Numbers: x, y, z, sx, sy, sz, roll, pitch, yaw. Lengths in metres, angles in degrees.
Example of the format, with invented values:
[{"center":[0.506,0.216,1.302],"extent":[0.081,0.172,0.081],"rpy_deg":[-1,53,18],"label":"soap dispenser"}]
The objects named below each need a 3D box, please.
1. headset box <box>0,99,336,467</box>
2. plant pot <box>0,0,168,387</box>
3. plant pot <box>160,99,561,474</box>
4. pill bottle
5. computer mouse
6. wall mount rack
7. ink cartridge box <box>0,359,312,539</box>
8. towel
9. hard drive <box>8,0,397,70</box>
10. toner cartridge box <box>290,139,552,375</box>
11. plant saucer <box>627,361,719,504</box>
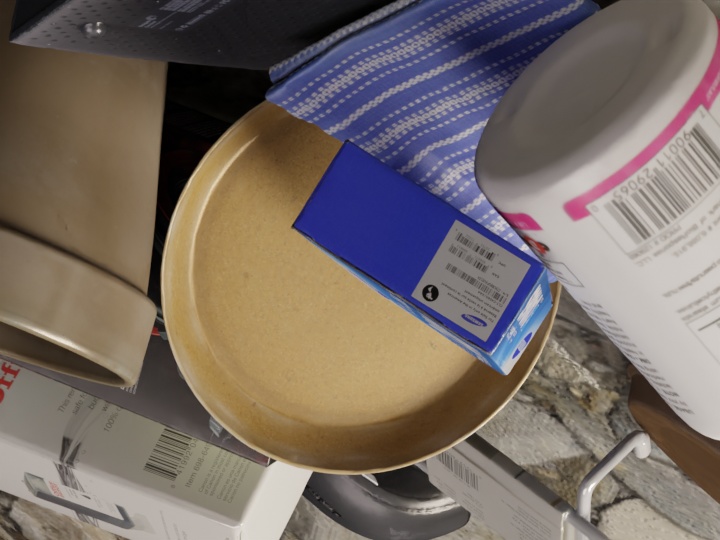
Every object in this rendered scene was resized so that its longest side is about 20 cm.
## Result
[{"center":[-0.105,-0.007,1.118],"extent":[0.199,0.150,0.075],"rpy_deg":[21,-168,13],"label":"headset box"},{"center":[-0.171,-0.060,1.006],"extent":[0.198,0.175,0.200],"rpy_deg":[17,172,3],"label":"plant pot"},{"center":[0.000,0.000,1.045],"extent":[0.200,0.200,0.027],"rpy_deg":[40,-176,-19],"label":"plant pot"},{"center":[0.146,-0.005,0.863],"extent":[0.113,0.114,0.200],"rpy_deg":[-15,125,49],"label":"pill bottle"},{"center":[-0.034,0.137,1.377],"extent":[0.199,0.046,0.141],"rpy_deg":[29,148,-1],"label":"computer mouse"},{"center":[0.097,0.120,1.193],"extent":[0.200,0.074,0.175],"rpy_deg":[37,152,29],"label":"wall mount rack"},{"center":[-0.124,0.077,1.264],"extent":[0.198,0.146,0.085],"rpy_deg":[19,150,16],"label":"ink cartridge box"},{"center":[0.073,-0.060,0.945],"extent":[0.144,0.024,0.199],"rpy_deg":[-23,141,35],"label":"towel"},{"center":[-0.034,-0.122,0.905],"extent":[0.199,0.043,0.135],"rpy_deg":[1,166,-35],"label":"hard drive"},{"center":[0.032,-0.001,0.920],"extent":[0.095,0.043,0.200],"rpy_deg":[34,179,8],"label":"toner cartridge box"},{"center":[0.207,0.111,1.074],"extent":[0.200,0.030,0.200],"rpy_deg":[40,175,4],"label":"plant saucer"}]
